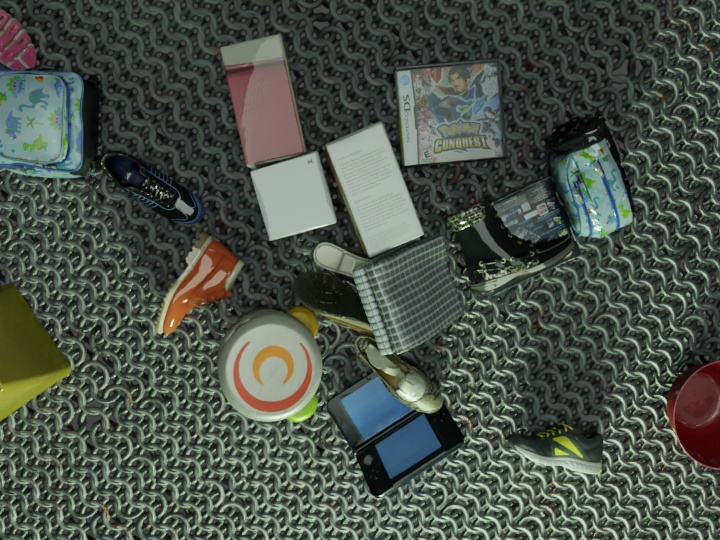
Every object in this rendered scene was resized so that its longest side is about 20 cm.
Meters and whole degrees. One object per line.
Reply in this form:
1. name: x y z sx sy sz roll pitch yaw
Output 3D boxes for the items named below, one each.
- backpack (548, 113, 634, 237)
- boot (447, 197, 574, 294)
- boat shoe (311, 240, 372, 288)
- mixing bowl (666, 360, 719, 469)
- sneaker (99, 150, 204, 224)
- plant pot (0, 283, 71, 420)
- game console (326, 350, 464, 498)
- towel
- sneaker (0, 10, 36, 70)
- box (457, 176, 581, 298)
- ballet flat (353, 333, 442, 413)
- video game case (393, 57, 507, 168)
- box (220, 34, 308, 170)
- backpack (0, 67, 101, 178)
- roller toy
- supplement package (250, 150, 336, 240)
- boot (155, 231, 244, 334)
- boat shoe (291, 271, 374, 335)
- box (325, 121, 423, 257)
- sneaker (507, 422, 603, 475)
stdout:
1. backpack: 0.415 -0.160 1.205 0.153 0.163 0.201 -39 102 9
2. boot: 0.266 -0.063 1.191 0.201 0.073 0.156 -24 93 0
3. boat shoe: 0.000 0.000 1.244 0.198 0.057 0.068 28 94 -10
4. mixing bowl: 0.659 0.258 1.263 0.197 0.108 0.204 0 94 -3
5. sneaker: -0.375 -0.146 1.196 0.198 0.078 0.071 31 92 -4
6. plant pot: -0.668 0.166 1.158 0.199 0.176 0.201 -33 95 1
7. game console: 0.061 0.281 1.233 0.199 0.171 0.119 -33 127 1
8. towel: 0.093 0.037 1.183 0.199 0.085 0.168 -26 96 -41
9. sneaker: -0.655 -0.426 1.169 0.200 0.087 0.074 43 73 -27
10. box: 0.291 -0.062 1.251 0.198 0.046 0.161 -25 96 -1
11. ballet flat: 0.061 0.187 1.212 0.199 0.075 0.068 40 90 19
12. video game case: 0.166 -0.290 1.238 0.196 0.026 0.184 -6 95 -2
13. box: -0.163 -0.287 1.171 0.107 0.128 0.203 -12 94 -1
14. backpack: -0.565 -0.255 1.145 0.196 0.147 0.186 1 92 0
15. roller toy: -0.165 0.163 1.200 0.179 0.140 0.204 4 92 -14
16. supplement package: -0.109 -0.125 1.150 0.116 0.200 0.119 -15 95 -1
17. boot: -0.294 0.043 1.221 0.106 0.075 0.202 32 91 -10
18. boat shoe: -0.034 0.070 1.227 0.198 0.074 0.076 24 63 3
19. box: 0.021 -0.139 1.179 0.105 0.152 0.203 -22 94 0
20. sneaker: 0.374 0.327 1.280 0.197 0.074 0.086 15 88 -13
